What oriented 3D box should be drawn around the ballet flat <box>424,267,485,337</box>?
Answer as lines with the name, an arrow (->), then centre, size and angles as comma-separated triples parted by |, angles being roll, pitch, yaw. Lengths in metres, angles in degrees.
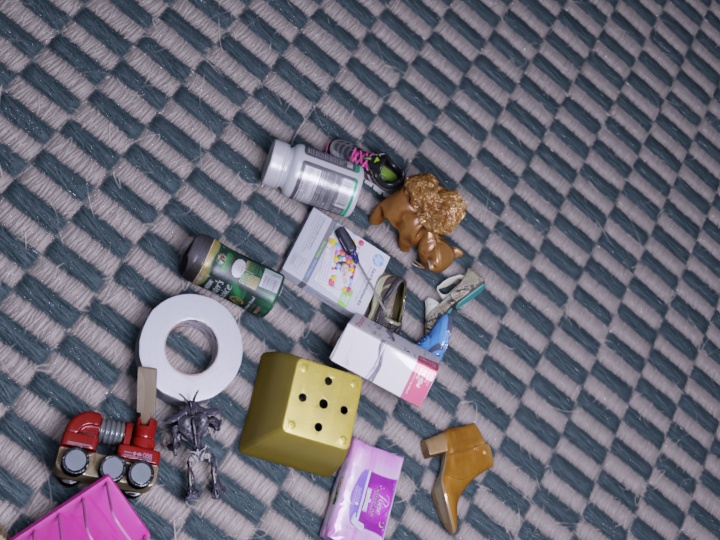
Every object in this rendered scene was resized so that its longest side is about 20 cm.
ballet flat -> 0.187, 0.068, 1.859 | 0.075, 0.068, 0.200 | 41, 69, 16

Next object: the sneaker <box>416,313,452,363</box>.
sneaker -> 0.128, 0.176, 1.771 | 0.077, 0.066, 0.204 | 23, 94, -1

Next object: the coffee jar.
coffee jar -> -0.252, 0.009, 1.669 | 0.197, 0.104, 0.087 | 28, 64, -12

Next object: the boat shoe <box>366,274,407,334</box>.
boat shoe -> 0.052, 0.108, 1.772 | 0.072, 0.064, 0.205 | 13, 83, -35

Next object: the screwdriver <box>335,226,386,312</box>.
screwdriver -> 0.000, 0.000, 1.765 | 0.029, 0.028, 0.203 | -29, 79, 18

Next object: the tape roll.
tape roll -> -0.324, 0.150, 1.621 | 0.196, 0.066, 0.205 | 7, 72, -21

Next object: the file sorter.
file sorter -> -0.456, 0.467, 1.394 | 0.198, 0.125, 0.141 | -32, 113, -11

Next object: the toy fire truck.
toy fire truck -> -0.433, 0.279, 1.519 | 0.172, 0.129, 0.204 | 16, 58, -17

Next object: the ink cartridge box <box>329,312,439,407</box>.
ink cartridge box -> 0.050, 0.172, 1.675 | 0.197, 0.147, 0.084 | 28, 98, 3

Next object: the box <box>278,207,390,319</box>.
box -> -0.054, -0.011, 1.792 | 0.198, 0.041, 0.158 | 33, 66, -12

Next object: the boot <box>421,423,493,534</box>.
boot -> 0.215, 0.424, 1.765 | 0.141, 0.071, 0.206 | -9, 74, -21

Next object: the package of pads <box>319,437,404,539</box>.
package of pads -> 0.005, 0.440, 1.672 | 0.118, 0.076, 0.204 | 22, 68, -14

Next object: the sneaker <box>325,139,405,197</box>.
sneaker -> 0.018, -0.231, 1.856 | 0.197, 0.087, 0.075 | 30, 66, -12

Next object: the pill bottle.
pill bottle -> -0.100, -0.194, 1.781 | 0.196, 0.113, 0.116 | 19, 69, -14

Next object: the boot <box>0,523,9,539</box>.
boot -> -0.696, 0.443, 1.397 | 0.199, 0.072, 0.167 | 40, 76, -9

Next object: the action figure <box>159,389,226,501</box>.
action figure -> -0.302, 0.313, 1.565 | 0.116, 0.102, 0.205 | -9, 97, -19

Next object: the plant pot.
plant pot -> -0.096, 0.264, 1.623 | 0.196, 0.176, 0.204 | 19, 69, -17

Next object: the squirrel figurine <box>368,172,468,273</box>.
squirrel figurine -> 0.141, -0.095, 1.807 | 0.139, 0.201, 0.189 | -17, 70, -32
